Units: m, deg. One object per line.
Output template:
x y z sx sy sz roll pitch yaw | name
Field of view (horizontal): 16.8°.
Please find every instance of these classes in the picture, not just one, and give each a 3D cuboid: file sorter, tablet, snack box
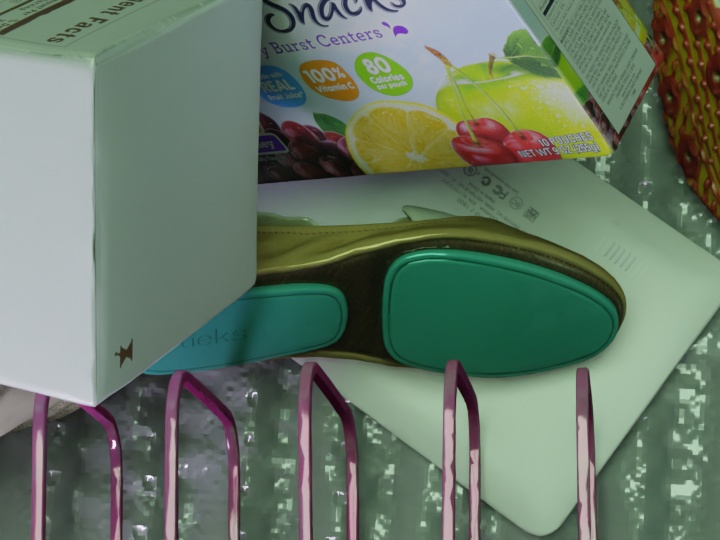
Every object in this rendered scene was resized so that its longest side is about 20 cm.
-0.010 0.101 0.864 0.198 0.139 0.127 -2 78 6 | file sorter
0.031 -0.003 0.959 0.199 0.014 0.130 36 82 15 | tablet
-0.012 -0.099 0.860 0.199 0.142 0.053 -3 45 45 | snack box

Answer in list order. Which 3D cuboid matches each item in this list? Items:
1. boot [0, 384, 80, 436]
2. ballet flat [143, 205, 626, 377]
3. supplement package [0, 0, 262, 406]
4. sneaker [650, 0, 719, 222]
-0.199 0.044 0.911 0.199 0.154 0.073 -5 99 28 | boot
0.000 0.000 0.915 0.198 0.069 0.063 0 41 -11 | ballet flat
-0.146 -0.046 0.830 0.198 0.117 0.118 12 114 22 | supplement package
0.174 -0.040 0.933 0.077 0.073 0.201 -22 76 -23 | sneaker
